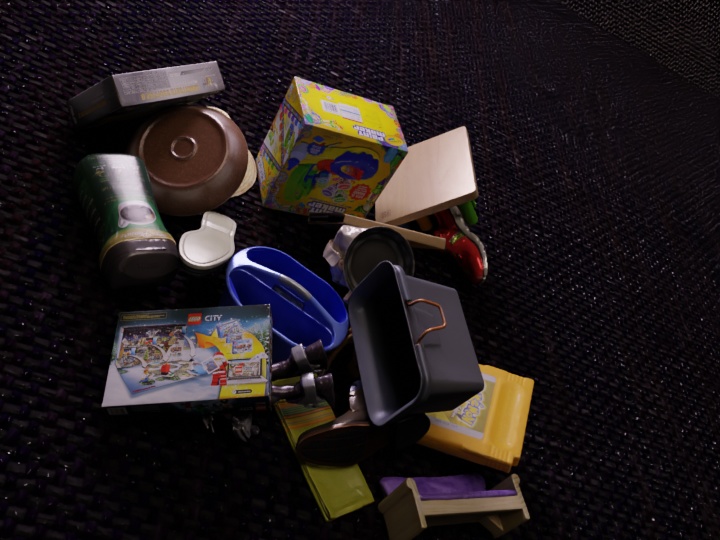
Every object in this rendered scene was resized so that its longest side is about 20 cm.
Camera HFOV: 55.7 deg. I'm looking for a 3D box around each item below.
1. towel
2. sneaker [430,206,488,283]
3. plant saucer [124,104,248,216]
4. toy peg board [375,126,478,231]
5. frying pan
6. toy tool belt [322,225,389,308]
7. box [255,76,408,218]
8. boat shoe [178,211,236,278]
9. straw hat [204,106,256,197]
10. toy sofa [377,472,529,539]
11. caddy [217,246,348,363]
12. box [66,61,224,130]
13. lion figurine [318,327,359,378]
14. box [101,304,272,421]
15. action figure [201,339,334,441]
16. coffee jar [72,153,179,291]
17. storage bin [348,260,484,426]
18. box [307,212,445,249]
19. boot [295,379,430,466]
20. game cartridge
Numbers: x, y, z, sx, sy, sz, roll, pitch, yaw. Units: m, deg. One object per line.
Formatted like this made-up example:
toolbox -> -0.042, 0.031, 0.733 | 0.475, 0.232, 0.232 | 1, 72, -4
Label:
towel -> -0.055, 0.234, 0.933 | 0.085, 0.018, 0.202 | -8, 58, -39
sneaker -> 0.177, -0.047, 1.328 | 0.084, 0.078, 0.201 | -12, 52, -23
plant saucer -> -0.276, -0.184, 1.069 | 0.196, 0.037, 0.204 | 1, 69, -3
toy peg board -> 0.136, -0.153, 1.329 | 0.202, 0.196, 0.098 | -89, 154, -44
frying pan -> 0.060, -0.005, 1.020 | 0.187, 0.031, 0.117 | 3, 93, -21
toy tool belt -> 0.000, 0.000, 1.113 | 0.123, 0.125, 0.200 | 11, -2, 8
box -> -0.055, -0.201, 1.196 | 0.197, 0.193, 0.123 | 8, 48, -28
boat shoe -> -0.223, -0.023, 0.972 | 0.073, 0.067, 0.200 | 20, 20, -14
straw hat -> -0.255, -0.227, 1.159 | 0.198, 0.085, 0.203 | 20, 43, -20
toy sofa -> 0.127, 0.315, 0.939 | 0.197, 0.083, 0.099 | 8, 49, -30
caddy -> -0.112, 0.052, 0.989 | 0.199, 0.105, 0.142 | 34, 40, -3
box -> -0.342, -0.280, 1.091 | 0.199, 0.157, 0.049 | -28, 106, -46
lion figurine -> 0.031, 0.099, 1.036 | 0.198, 0.123, 0.073 | -20, 65, -44
box -> -0.209, 0.113, 0.853 | 0.196, 0.038, 0.138 | -3, 49, -3
action figure -> -0.135, 0.154, 0.888 | 0.196, 0.070, 0.132 | -9, 53, -10
coffee jar -> -0.329, -0.066, 0.958 | 0.103, 0.086, 0.202 | -5, 56, -39
storage bin -> 0.085, 0.097, 0.928 | 0.132, 0.146, 0.203 | 8, 54, -33
box -> 0.026, -0.068, 1.178 | 0.197, 0.163, 0.022 | 13, 88, -26
boot -> -0.010, 0.208, 0.948 | 0.197, 0.076, 0.097 | -3, 30, -27
game cartridge -> 0.156, 0.205, 1.040 | 0.197, 0.033, 0.177 | 14, 39, 13
